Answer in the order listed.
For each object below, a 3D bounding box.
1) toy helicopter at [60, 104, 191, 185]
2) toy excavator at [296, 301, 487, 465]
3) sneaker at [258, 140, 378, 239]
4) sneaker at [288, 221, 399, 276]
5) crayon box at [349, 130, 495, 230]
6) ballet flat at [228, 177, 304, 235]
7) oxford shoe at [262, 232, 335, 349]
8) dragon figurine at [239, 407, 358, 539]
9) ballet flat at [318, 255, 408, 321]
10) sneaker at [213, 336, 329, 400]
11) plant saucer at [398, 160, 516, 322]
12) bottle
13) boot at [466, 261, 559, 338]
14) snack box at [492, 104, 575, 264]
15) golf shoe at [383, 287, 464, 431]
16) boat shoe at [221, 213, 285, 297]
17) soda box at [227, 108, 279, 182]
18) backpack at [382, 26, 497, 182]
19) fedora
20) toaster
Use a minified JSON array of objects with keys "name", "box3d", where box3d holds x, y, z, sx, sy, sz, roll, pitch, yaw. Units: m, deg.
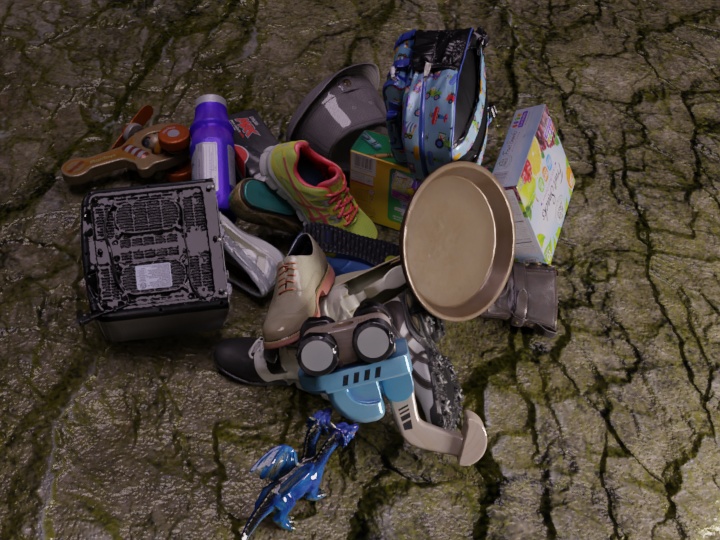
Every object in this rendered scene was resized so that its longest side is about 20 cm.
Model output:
[{"name":"toy helicopter","box3d":[-0.348,-0.177,1.785,0.200,0.079,0.132,-19,46,-15]},{"name":"toy excavator","box3d":[0.034,0.141,1.382,0.194,0.200,0.100,-13,12,1]},{"name":"sneaker","box3d":[-0.044,-0.099,1.621,0.200,0.090,0.078,41,55,-18]},{"name":"sneaker","box3d":[0.000,0.000,1.623,0.200,0.078,0.066,18,41,-11]},{"name":"crayon box","box3d":[0.083,-0.111,1.695,0.200,0.119,0.058,19,46,17]},{"name":"ballet flat","box3d":[-0.094,-0.077,1.678,0.200,0.071,0.071,17,36,-28]},{"name":"oxford shoe","box3d":[-0.088,0.025,1.481,0.071,0.074,0.200,-14,26,17]},{"name":"dragon figurine","box3d":[-0.083,0.234,1.335,0.059,0.100,0.200,33,51,29]},{"name":"ballet flat","box3d":[0.003,0.029,1.545,0.200,0.070,0.069,-28,49,-6]},{"name":"sneaker","box3d":[-0.087,0.099,1.490,0.200,0.089,0.074,9,45,10]},{"name":"plant saucer","box3d":[0.118,-0.036,1.499,0.200,0.200,0.029,-36,27,-33]},{"name":"bottle","box3d":[-0.212,-0.158,1.723,0.065,0.084,0.200,-2,64,-7]},{"name":"boot","box3d":[0.179,-0.002,1.609,0.174,0.069,0.200,3,61,-11]},{"name":"snack box","box3d":[0.242,-0.118,1.689,0.053,0.142,0.200,-6,38,28]},{"name":"golf shoe","box3d":[0.066,0.122,1.493,0.094,0.078,0.200,-25,54,18]},{"name":"boat shoe","box3d":[-0.194,-0.027,1.632,0.202,0.074,0.065,28,44,17]},{"name":"soda box","box3d":[-0.149,-0.155,1.776,0.071,0.063,0.200,-18,46,-20]},{"name":"backpack","box3d":[0.100,-0.197,1.582,0.134,0.183,0.200,3,54,13]},{"name":"fedora","box3d":[-0.013,-0.208,1.761,0.090,0.177,0.200,42,35,23]},{"name":"toaster","box3d":[-0.267,-0.010,1.531,0.200,0.119,0.181,-7,70,-9]}]
